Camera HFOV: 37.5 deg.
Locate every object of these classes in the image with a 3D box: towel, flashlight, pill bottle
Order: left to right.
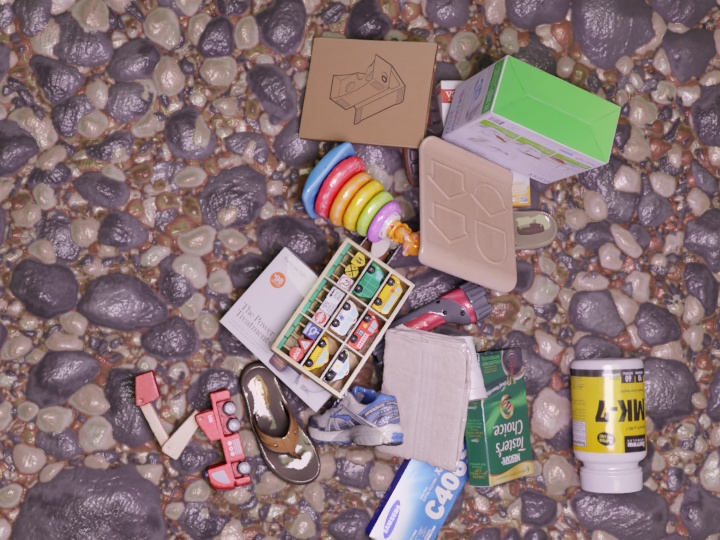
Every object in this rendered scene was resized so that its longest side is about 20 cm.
[{"bbox_3d":[0.091,0.184,1.537,0.131,0.034,0.202,12,106,22],"label":"towel"},{"bbox_3d":[0.104,0.085,1.636,0.199,0.068,0.068,-28,103,-11],"label":"flashlight"},{"bbox_3d":[0.387,0.238,1.651,0.113,0.114,0.202,-2,87,-10],"label":"pill bottle"}]

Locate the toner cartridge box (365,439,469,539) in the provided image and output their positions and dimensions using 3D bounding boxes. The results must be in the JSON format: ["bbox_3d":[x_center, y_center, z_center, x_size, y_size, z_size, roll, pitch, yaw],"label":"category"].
[{"bbox_3d":[0.097,0.339,1.630,0.095,0.043,0.201,30,82,-5],"label":"toner cartridge box"}]

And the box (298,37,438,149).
[{"bbox_3d":[0.012,-0.273,1.624,0.198,0.021,0.165,7,84,17],"label":"box"}]

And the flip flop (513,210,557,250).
[{"bbox_3d":[0.221,-0.056,1.668,0.198,0.058,0.082,-8,88,-10],"label":"flip flop"}]

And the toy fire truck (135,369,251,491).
[{"bbox_3d":[-0.249,0.237,1.574,0.140,0.049,0.202,-14,90,-10],"label":"toy fire truck"}]

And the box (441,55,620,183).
[{"bbox_3d":[0.251,-0.217,1.582,0.199,0.176,0.097,20,79,-16],"label":"box"}]

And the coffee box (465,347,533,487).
[{"bbox_3d":[0.209,0.223,1.627,0.122,0.044,0.202,-1,85,-48],"label":"coffee box"}]

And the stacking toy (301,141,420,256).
[{"bbox_3d":[0.019,-0.086,1.579,0.199,0.110,0.116,36,80,16],"label":"stacking toy"}]

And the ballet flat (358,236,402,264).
[{"bbox_3d":[0.000,0.000,1.624,0.067,0.064,0.201,35,82,-6],"label":"ballet flat"}]

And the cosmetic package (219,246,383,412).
[{"bbox_3d":[-0.087,0.087,1.584,0.200,0.052,0.151,42,90,4],"label":"cosmetic package"}]

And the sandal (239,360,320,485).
[{"bbox_3d":[-0.122,0.231,1.593,0.081,0.055,0.202,-21,90,-10],"label":"sandal"}]

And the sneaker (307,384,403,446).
[{"bbox_3d":[-0.006,0.211,1.553,0.077,0.199,0.086,6,81,-39],"label":"sneaker"}]

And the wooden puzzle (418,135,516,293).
[{"bbox_3d":[0.153,-0.079,1.585,0.184,0.046,0.202,19,63,-31],"label":"wooden puzzle"}]

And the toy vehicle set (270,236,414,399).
[{"bbox_3d":[-0.025,0.069,1.538,0.124,0.027,0.201,34,77,2],"label":"toy vehicle set"}]

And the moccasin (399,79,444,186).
[{"bbox_3d":[0.082,-0.230,1.653,0.073,0.078,0.203,-7,84,-25],"label":"moccasin"}]

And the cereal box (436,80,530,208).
[{"bbox_3d":[0.194,-0.199,1.682,0.142,0.040,0.202,-2,87,-11],"label":"cereal box"}]

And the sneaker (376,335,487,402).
[{"bbox_3d":[0.090,0.152,1.599,0.199,0.074,0.117,-14,80,26],"label":"sneaker"}]
